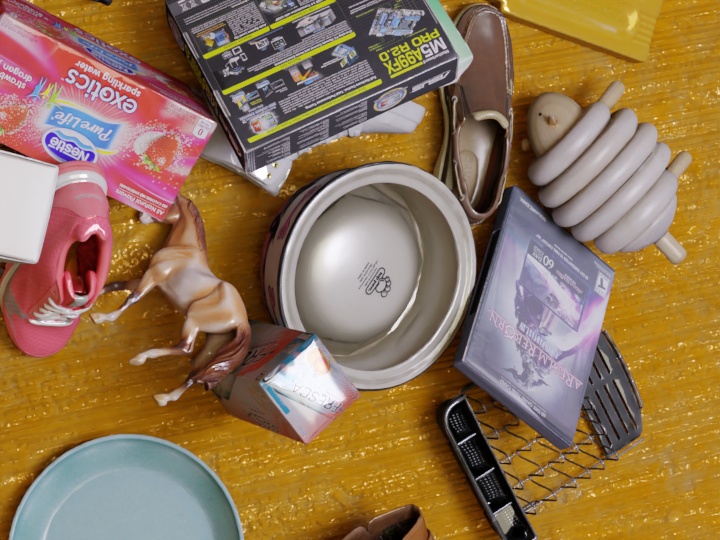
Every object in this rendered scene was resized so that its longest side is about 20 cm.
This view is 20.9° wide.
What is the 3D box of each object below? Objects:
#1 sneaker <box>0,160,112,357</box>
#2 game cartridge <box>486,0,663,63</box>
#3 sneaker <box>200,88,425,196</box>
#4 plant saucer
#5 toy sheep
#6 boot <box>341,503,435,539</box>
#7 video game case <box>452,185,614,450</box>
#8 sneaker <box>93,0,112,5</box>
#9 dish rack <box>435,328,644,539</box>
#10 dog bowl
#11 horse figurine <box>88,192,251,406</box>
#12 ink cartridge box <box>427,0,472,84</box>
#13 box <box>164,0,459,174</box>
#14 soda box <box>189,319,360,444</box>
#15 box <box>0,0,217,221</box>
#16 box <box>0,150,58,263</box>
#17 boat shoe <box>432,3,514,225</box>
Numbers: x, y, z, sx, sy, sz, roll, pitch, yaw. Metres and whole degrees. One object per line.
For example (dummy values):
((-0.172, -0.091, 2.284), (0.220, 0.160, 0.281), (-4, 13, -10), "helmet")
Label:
((-0.246, 0.010, 1.579), (0.073, 0.087, 0.201), (-2, 134, -26), "sneaker")
((0.214, -0.314, 1.814), (0.175, 0.032, 0.201), (16, 86, -21), "game cartridge")
((-0.049, -0.118, 1.705), (0.199, 0.074, 0.116), (12, 90, -12), "sneaker")
((-0.197, 0.241, 1.648), (0.199, 0.036, 0.201), (0, 76, -1), "plant saucer")
((0.228, -0.085, 1.779), (0.200, 0.138, 0.138), (43, 77, 0), "toy sheep")
((0.000, 0.309, 1.702), (0.199, 0.077, 0.156), (-31, 131, -22), "boot")
((0.159, 0.041, 1.759), (0.143, 0.019, 0.201), (38, 50, -26), "video game case")
((-0.188, -0.279, 1.646), (0.199, 0.073, 0.113), (0, 95, -13), "sneaker")
((0.175, 0.142, 1.806), (0.199, 0.055, 0.154), (-31, 103, -17), "dish rack")
((0.000, 0.000, 1.706), (0.199, 0.074, 0.201), (-6, 102, -30), "dog bowl")
((-0.151, 0.030, 1.634), (0.132, 0.200, 0.050), (-34, 144, -15), "horse figurine")
((-0.027, -0.208, 1.669), (0.199, 0.050, 0.161), (-20, 69, -28), "ink cartridge box")
((-0.041, -0.192, 1.625), (0.199, 0.044, 0.161), (-26, 72, -11), "box")
((-0.075, 0.089, 1.629), (0.064, 0.200, 0.069), (-41, 106, -15), "soda box")
((-0.229, -0.135, 1.605), (0.199, 0.096, 0.100), (27, 103, -20), "box")
((-0.297, -0.050, 1.538), (0.068, 0.200, 0.083), (13, 87, -21), "box")
((0.112, -0.140, 1.759), (0.074, 0.075, 0.204), (3, 91, -21), "boat shoe")
